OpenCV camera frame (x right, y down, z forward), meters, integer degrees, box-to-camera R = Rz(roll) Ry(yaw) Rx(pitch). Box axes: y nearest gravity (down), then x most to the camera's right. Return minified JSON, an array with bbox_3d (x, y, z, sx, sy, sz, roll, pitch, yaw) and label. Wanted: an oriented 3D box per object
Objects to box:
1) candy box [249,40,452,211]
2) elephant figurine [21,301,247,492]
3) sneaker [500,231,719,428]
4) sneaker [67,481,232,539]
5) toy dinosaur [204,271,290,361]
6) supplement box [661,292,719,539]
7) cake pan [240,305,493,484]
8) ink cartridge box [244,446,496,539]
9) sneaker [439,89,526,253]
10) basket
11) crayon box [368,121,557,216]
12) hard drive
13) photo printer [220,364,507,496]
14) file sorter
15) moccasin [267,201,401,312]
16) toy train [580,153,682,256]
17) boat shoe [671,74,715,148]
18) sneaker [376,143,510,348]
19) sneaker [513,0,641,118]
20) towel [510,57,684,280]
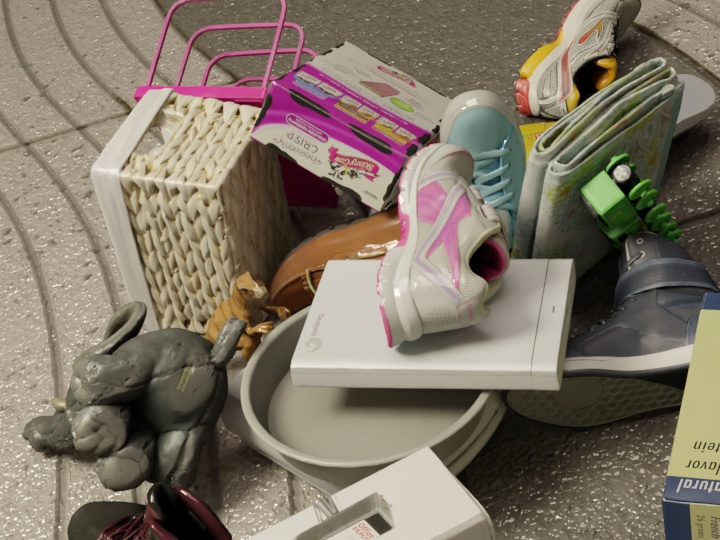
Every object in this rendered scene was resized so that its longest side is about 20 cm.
[{"bbox_3d":[0.001,-0.136,1.245,0.136,0.061,0.200,30,26,7],"label":"candy box"},{"bbox_3d":[-0.193,0.097,1.135,0.155,0.142,0.200,-1,7,-20],"label":"elephant figurine"},{"bbox_3d":[0.201,0.045,1.106,0.201,0.077,0.147,-7,49,-5],"label":"sneaker"},{"bbox_3d":[-0.155,0.191,1.026,0.199,0.116,0.076,16,47,33],"label":"sneaker"},{"bbox_3d":[-0.114,0.057,1.206,0.106,0.200,0.061,28,45,-15],"label":"toy dinosaur"},{"bbox_3d":[0.319,0.134,0.919,0.199,0.135,0.200,3,41,22],"label":"supplement box"},{"bbox_3d":[0.009,0.088,1.046,0.199,0.037,0.201,-8,37,6],"label":"cake pan"},{"bbox_3d":[-0.008,0.229,0.903,0.199,0.147,0.083,-25,37,-14],"label":"ink cartridge box"},{"bbox_3d":[0.117,-0.060,1.180,0.074,0.200,0.082,-15,42,1],"label":"sneaker"},{"bbox_3d":[-0.145,-0.049,1.257,0.123,0.200,0.136,7,44,19],"label":"basket"},{"bbox_3d":[0.115,-0.082,1.327,0.199,0.051,0.127,-6,38,13],"label":"crayon box"},{"bbox_3d":[0.058,0.039,1.043,0.199,0.027,0.132,-1,38,16],"label":"hard drive"},{"bbox_3d":[0.009,0.110,1.108,0.200,0.070,0.166,24,51,38],"label":"photo printer"},{"bbox_3d":[-0.105,-0.167,1.360,0.138,0.200,0.126,3,64,23],"label":"file sorter"},{"bbox_3d":[0.001,0.000,1.222,0.201,0.074,0.078,-21,68,25],"label":"moccasin"},{"bbox_3d":[0.228,-0.046,1.151,0.056,0.200,0.042,-40,66,8],"label":"toy train"},{"bbox_3d":[0.261,-0.129,1.305,0.200,0.057,0.069,-24,61,-31],"label":"boat shoe"},{"bbox_3d":[0.073,-0.021,1.037,0.088,0.082,0.200,0,46,14],"label":"sneaker"},{"bbox_3d":[0.247,-0.226,1.452,0.082,0.078,0.200,22,60,33],"label":"sneaker"},{"bbox_3d":[0.196,-0.070,1.167,0.171,0.200,0.048,-36,59,-27],"label":"towel"}]
